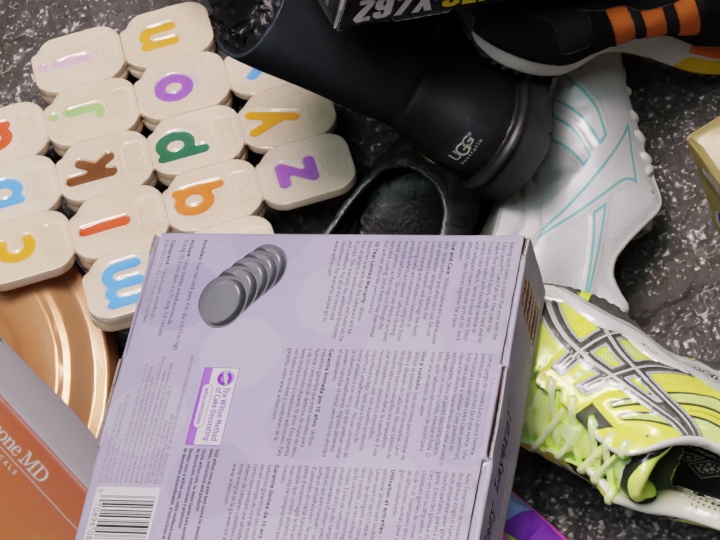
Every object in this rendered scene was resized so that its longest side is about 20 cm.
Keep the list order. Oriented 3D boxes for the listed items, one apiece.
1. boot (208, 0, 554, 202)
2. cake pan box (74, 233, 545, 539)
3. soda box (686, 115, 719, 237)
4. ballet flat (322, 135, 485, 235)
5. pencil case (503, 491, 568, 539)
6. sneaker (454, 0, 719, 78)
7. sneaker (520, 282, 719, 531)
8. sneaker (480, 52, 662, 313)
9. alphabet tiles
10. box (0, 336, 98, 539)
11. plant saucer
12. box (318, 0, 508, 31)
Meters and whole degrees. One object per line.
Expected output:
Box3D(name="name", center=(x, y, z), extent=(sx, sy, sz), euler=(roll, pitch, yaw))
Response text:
Box3D(name="boot", center=(0.008, -0.136, 1.233), extent=(0.076, 0.168, 0.201), euler=(-46, 27, 30))
Box3D(name="cake pan box", center=(-0.022, 0.074, 1.134), extent=(0.183, 0.052, 0.201), euler=(-2, 54, 19))
Box3D(name="soda box", center=(0.201, -0.012, 1.137), extent=(0.067, 0.200, 0.064), euler=(-33, 63, 1))
Box3D(name="ballet flat", center=(0.000, 0.000, 1.268), extent=(0.066, 0.057, 0.200), euler=(31, 78, 25))
Box3D(name="pencil case", center=(0.037, 0.120, 1.195), extent=(0.088, 0.088, 0.200), euler=(-43, 65, -5))
Box3D(name="sneaker", center=(0.133, -0.141, 1.213), extent=(0.090, 0.199, 0.070), euler=(-42, 59, 44))
Box3D(name="sneaker", center=(0.112, 0.064, 1.173), extent=(0.199, 0.076, 0.076), euler=(17, 29, 12))
Box3D(name="sneaker", center=(0.109, -0.053, 1.264), extent=(0.080, 0.070, 0.202), euler=(16, 68, -3))
Box3D(name="alphabet tiles", center=(-0.106, -0.056, 1.315), extent=(0.194, 0.015, 0.201), euler=(-16, 50, -3))
Box3D(name="box", center=(-0.211, 0.140, 1.205), extent=(0.200, 0.098, 0.125), euler=(-41, 103, 4))
Box3D(name="plant saucer", center=(-0.218, 0.063, 1.300), extent=(0.199, 0.032, 0.202), euler=(-5, 71, 16))
Box3D(name="box", center=(0.023, -0.203, 1.171), extent=(0.159, 0.050, 0.201), euler=(-10, 52, -25))
